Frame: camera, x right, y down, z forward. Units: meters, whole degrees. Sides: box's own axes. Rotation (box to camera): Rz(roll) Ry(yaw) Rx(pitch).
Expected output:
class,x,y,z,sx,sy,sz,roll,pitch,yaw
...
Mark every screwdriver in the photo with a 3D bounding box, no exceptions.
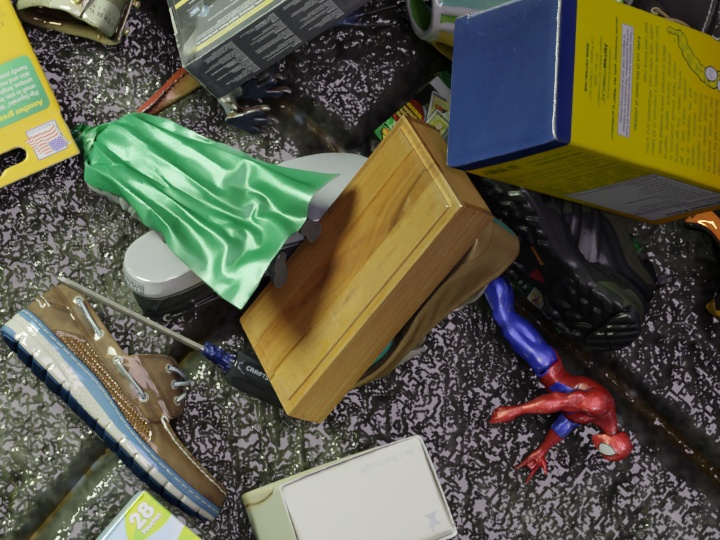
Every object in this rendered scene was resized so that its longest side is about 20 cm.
class,x,y,z,sx,sy,sz,roll,pitch,yaw
screwdriver,-0.123,0.045,1.567,0.200,0.028,0.029,33,101,-22

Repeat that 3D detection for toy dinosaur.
class,x,y,z,sx,sy,sz,roll,pitch,yaw
toy dinosaur,-0.072,-0.201,1.606,0.200,0.105,0.182,-1,64,0

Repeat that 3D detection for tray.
class,x,y,z,sx,sy,sz,roll,pitch,yaw
tray,0.000,0.000,1.534,0.037,0.099,0.200,19,120,-42

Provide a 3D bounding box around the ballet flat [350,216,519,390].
class,x,y,z,sx,sy,sz,roll,pitch,yaw
ballet flat,0.037,0.030,1.566,0.063,0.200,0.069,16,45,-38

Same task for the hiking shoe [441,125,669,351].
class,x,y,z,sx,sy,sz,roll,pitch,yaw
hiking shoe,0.135,-0.037,1.586,0.200,0.076,0.101,49,41,-8

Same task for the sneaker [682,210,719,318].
class,x,y,z,sx,sy,sz,roll,pitch,yaw
sneaker,0.308,0.032,1.659,0.090,0.070,0.200,-22,87,2

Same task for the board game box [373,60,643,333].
class,x,y,z,sx,sy,sz,roll,pitch,yaw
board game box,0.110,-0.059,1.632,0.200,0.023,0.105,47,51,-2

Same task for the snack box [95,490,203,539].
class,x,y,z,sx,sy,sz,roll,pitch,yaw
snack box,-0.131,0.279,1.537,0.200,0.068,0.169,40,78,-1

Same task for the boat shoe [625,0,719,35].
class,x,y,z,sx,sy,sz,roll,pitch,yaw
boat shoe,0.219,-0.157,1.663,0.072,0.061,0.201,31,78,-5

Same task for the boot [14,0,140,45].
class,x,y,z,sx,sy,sz,roll,pitch,yaw
boot,-0.149,-0.234,1.545,0.072,0.200,0.155,36,68,-44

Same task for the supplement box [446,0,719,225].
class,x,y,z,sx,sy,sz,roll,pitch,yaw
supplement box,0.169,-0.109,1.508,0.200,0.109,0.110,14,74,-37

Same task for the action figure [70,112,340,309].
class,x,y,z,sx,sy,sz,roll,pitch,yaw
action figure,-0.124,-0.057,1.552,0.200,0.055,0.118,29,68,24

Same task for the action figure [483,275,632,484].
class,x,y,z,sx,sy,sz,roll,pitch,yaw
action figure,0.107,0.076,1.605,0.099,0.065,0.200,-45,81,6

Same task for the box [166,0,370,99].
class,x,y,z,sx,sy,sz,roll,pitch,yaw
box,-0.046,-0.233,1.545,0.200,0.049,0.161,-32,44,16

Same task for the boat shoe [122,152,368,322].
class,x,y,z,sx,sy,sz,roll,pitch,yaw
boat shoe,-0.074,-0.024,1.594,0.200,0.057,0.069,-23,50,-11

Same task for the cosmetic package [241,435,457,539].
class,x,y,z,sx,sy,sz,roll,pitch,yaw
cosmetic package,-0.012,0.165,1.506,0.103,0.200,0.073,-19,85,-13

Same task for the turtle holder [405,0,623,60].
class,x,y,z,sx,sy,sz,roll,pitch,yaw
turtle holder,0.102,-0.194,1.614,0.132,0.141,0.186,-9,115,-17

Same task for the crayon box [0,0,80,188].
class,x,y,z,sx,sy,sz,roll,pitch,yaw
crayon box,-0.297,-0.143,1.571,0.126,0.052,0.200,-25,87,-13

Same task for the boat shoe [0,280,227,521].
class,x,y,z,sx,sy,sz,roll,pitch,yaw
boat shoe,-0.157,0.088,1.555,0.200,0.072,0.072,46,76,-2
